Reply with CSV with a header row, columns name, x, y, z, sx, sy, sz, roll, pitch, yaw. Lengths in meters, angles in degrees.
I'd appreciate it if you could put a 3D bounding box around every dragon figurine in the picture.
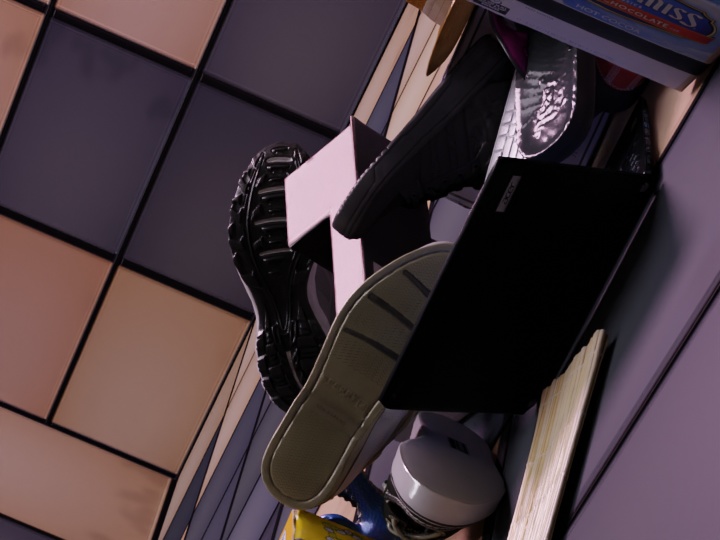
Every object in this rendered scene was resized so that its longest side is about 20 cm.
name,x,y,z,sx,sy,sz,roll,pitch,yaw
dragon figurine,-0.010,0.197,1.683,0.059,0.099,0.201,-173,101,-84

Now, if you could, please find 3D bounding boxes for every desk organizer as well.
name,x,y,z,sx,sy,sz,roll,pitch,yaw
desk organizer,0.000,0.000,1.719,0.077,0.072,0.201,-37,38,31

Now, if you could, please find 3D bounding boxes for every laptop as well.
name,x,y,z,sx,sy,sz,roll,pitch,yaw
laptop,0.096,-0.014,1.519,0.200,0.103,0.178,-79,14,-64

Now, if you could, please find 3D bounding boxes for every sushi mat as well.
name,x,y,z,sx,sy,sz,roll,pitch,yaw
sushi mat,0.098,0.133,1.389,0.096,0.012,0.201,123,169,-56

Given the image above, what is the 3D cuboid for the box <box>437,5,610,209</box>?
name,x,y,z,sx,sy,sz,roll,pitch,yaw
box,0.118,-0.134,1.716,0.060,0.116,0.201,-90,22,-78

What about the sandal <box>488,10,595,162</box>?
name,x,y,z,sx,sy,sz,roll,pitch,yaw
sandal,0.113,-0.158,1.584,0.075,0.048,0.201,-40,37,37

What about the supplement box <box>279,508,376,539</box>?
name,x,y,z,sx,sy,sz,roll,pitch,yaw
supplement box,-0.033,0.272,1.568,0.109,0.109,0.201,-87,20,-73

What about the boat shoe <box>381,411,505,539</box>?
name,x,y,z,sx,sy,sz,roll,pitch,yaw
boat shoe,0.048,0.142,1.567,0.200,0.070,0.064,-50,-15,-82

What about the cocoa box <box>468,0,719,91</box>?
name,x,y,z,sx,sy,sz,roll,pitch,yaw
cocoa box,0.137,-0.214,1.432,0.131,0.199,0.134,132,160,-71

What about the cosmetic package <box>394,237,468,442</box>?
name,x,y,z,sx,sy,sz,roll,pitch,yaw
cosmetic package,0.045,0.057,1.826,0.200,0.090,0.107,124,168,-75

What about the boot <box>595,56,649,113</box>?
name,x,y,z,sx,sy,sz,roll,pitch,yaw
boot,0.188,-0.206,1.607,0.144,0.072,0.201,121,166,-64

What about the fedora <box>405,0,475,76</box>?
name,x,y,z,sx,sy,sz,roll,pitch,yaw
fedora,0.055,-0.228,1.665,0.201,0.081,0.201,-155,90,-88

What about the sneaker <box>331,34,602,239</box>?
name,x,y,z,sx,sy,sz,roll,pitch,yaw
sneaker,0.080,-0.076,1.658,0.200,0.104,0.060,-50,0,-3

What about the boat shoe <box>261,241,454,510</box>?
name,x,y,z,sx,sy,sz,roll,pitch,yaw
boat shoe,0.011,0.062,1.589,0.200,0.075,0.068,-51,-11,12

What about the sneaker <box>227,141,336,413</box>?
name,x,y,z,sx,sy,sz,roll,pitch,yaw
sneaker,-0.051,0.004,1.854,0.079,0.074,0.201,-49,-46,-75

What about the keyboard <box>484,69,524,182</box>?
name,x,y,z,sx,sy,sz,roll,pitch,yaw
keyboard,0.106,-0.093,1.603,0.056,0.011,0.201,-6,62,52
